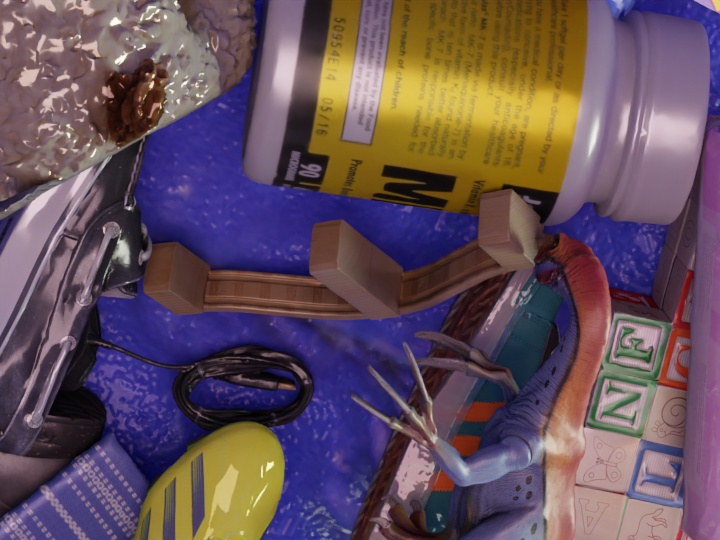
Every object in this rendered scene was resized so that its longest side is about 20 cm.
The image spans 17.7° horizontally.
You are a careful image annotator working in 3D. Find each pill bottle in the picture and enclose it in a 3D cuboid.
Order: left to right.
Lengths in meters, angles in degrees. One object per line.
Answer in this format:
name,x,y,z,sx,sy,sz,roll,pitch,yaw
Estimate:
pill bottle,0.051,-0.082,1.048,0.199,0.114,0.115,8,104,-5

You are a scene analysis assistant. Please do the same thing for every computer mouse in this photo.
computer mouse,-0.119,0.040,1.114,0.199,0.034,0.059,17,67,-12

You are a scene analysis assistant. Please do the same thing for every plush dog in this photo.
plush dog,-0.142,-0.124,0.946,0.199,0.160,0.172,-30,95,-16

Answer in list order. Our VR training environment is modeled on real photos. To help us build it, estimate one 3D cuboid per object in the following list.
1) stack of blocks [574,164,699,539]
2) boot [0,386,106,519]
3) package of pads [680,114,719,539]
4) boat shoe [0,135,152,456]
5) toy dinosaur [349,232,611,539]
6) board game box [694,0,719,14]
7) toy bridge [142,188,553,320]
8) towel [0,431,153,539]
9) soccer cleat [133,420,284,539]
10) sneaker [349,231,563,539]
stack of blocks,0.168,0.039,1.114,0.114,0.059,0.201,12,103,-7
boot,-0.227,0.108,1.106,0.199,0.070,0.132,14,107,-4
package of pads,0.209,0.028,1.045,0.120,0.076,0.201,1,104,-1
boat shoe,-0.129,-0.011,1.062,0.068,0.072,0.201,30,78,-15
toy dinosaur,0.075,0.077,1.018,0.200,0.105,0.181,35,122,-17
board game box,0.210,-0.207,1.064,0.199,0.039,0.159,-20,104,2
toy bridge,0.000,0.000,1.068,0.199,0.067,0.027,-8,64,28
towel,-0.162,0.187,1.115,0.200,0.024,0.145,-38,122,-7
soccer cleat,-0.091,0.164,1.075,0.065,0.084,0.201,33,94,-31
sneaker,0.065,0.075,1.115,0.080,0.071,0.201,22,110,-9
